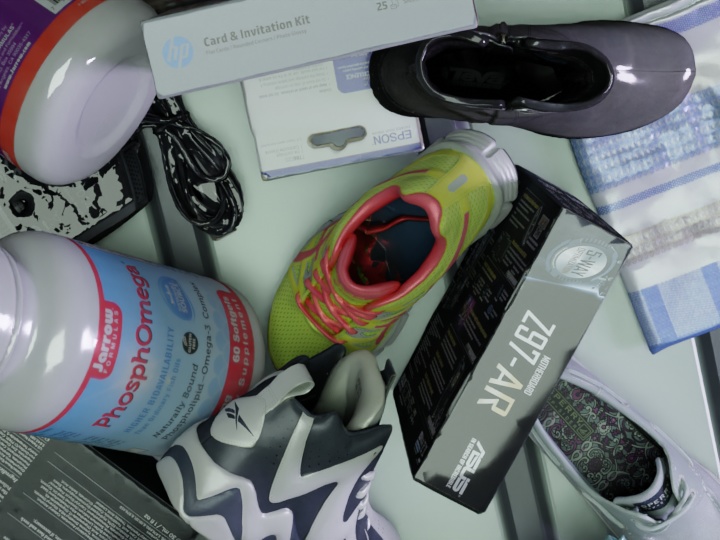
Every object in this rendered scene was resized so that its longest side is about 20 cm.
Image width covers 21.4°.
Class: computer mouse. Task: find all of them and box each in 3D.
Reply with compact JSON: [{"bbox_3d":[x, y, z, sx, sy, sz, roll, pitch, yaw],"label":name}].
[{"bbox_3d":[-0.179,-0.043,1.115,0.199,0.053,0.139,-30,97,-10],"label":"computer mouse"}]

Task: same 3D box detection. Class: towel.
[{"bbox_3d":[0.206,-0.066,1.134,0.146,0.024,0.201,-20,100,2],"label":"towel"}]

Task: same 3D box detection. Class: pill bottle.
[{"bbox_3d":[-0.154,0.040,1.046,0.199,0.109,0.109,16,102,-48],"label":"pill bottle"},{"bbox_3d":[-0.211,-0.140,1.045,0.199,0.112,0.113,33,97,16],"label":"pill bottle"}]

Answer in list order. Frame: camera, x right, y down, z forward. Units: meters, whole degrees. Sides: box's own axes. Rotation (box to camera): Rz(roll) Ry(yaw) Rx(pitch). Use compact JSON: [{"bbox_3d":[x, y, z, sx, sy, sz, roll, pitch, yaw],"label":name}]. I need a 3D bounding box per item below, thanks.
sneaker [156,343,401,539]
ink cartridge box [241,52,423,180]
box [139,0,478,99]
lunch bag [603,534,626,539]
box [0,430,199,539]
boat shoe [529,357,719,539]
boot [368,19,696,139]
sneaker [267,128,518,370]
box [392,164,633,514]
[{"bbox_3d":[-0.009,0.109,1.084,0.130,0.080,0.199,-44,132,13],"label":"sneaker"},{"bbox_3d":[-0.029,-0.160,1.096,0.099,0.039,0.202,-10,98,-1],"label":"ink cartridge box"},{"bbox_3d":[-0.026,-0.128,0.973,0.155,0.200,0.042,-13,98,1],"label":"box"},{"bbox_3d":[0.153,0.275,1.140,0.170,0.122,0.200,-43,104,6],"label":"lunch bag"},{"bbox_3d":[-0.212,0.137,1.126,0.200,0.079,0.141,39,94,-8],"label":"box"},{"bbox_3d":[0.163,0.126,1.139,0.201,0.072,0.070,43,96,-8],"label":"boat shoe"},{"bbox_3d":[0.111,-0.102,1.035,0.198,0.132,0.070,-6,97,-16],"label":"boot"},{"bbox_3d":[0.000,0.000,1.078,0.078,0.090,0.200,44,124,5],"label":"sneaker"},{"bbox_3d":[0.077,0.031,1.056,0.043,0.200,0.161,28,97,-6],"label":"box"}]
